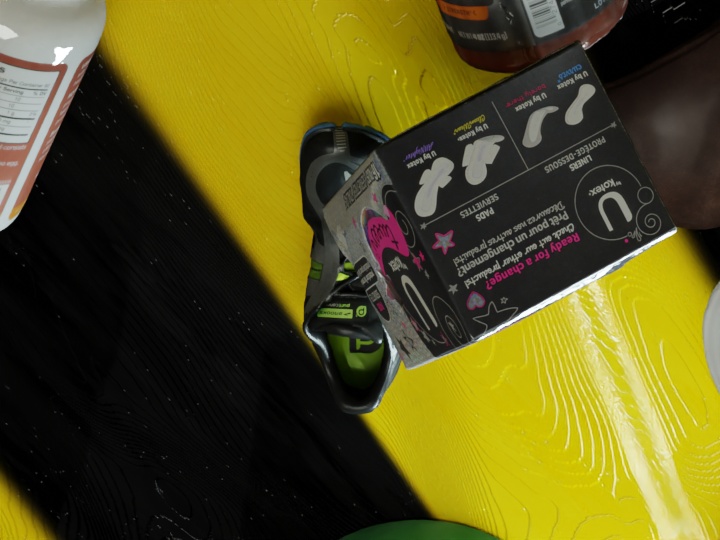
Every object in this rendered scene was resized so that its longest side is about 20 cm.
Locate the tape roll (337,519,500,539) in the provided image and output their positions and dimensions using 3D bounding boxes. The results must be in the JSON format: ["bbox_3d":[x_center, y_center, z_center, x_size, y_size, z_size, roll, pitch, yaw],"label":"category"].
[{"bbox_3d":[0.042,0.266,1.544,0.198,0.048,0.202,1,123,2],"label":"tape roll"}]

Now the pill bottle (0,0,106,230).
[{"bbox_3d":[-0.212,-0.126,1.256,0.111,0.113,0.201,23,122,-12],"label":"pill bottle"}]

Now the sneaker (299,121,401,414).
[{"bbox_3d":[0.000,0.000,1.346,0.070,0.083,0.201,-1,122,5],"label":"sneaker"}]

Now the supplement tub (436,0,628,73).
[{"bbox_3d":[0.069,-0.214,1.185,0.106,0.107,0.201,-16,121,13],"label":"supplement tub"}]

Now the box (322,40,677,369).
[{"bbox_3d":[0.069,-0.027,1.206,0.131,0.200,0.115,-28,87,-11],"label":"box"}]

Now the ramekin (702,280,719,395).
[{"bbox_3d":[0.312,0.043,1.311,0.201,0.094,0.203,26,141,23],"label":"ramekin"}]

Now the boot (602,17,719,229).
[{"bbox_3d":[0.183,-0.104,1.272,0.165,0.073,0.201,-6,127,4],"label":"boot"}]
